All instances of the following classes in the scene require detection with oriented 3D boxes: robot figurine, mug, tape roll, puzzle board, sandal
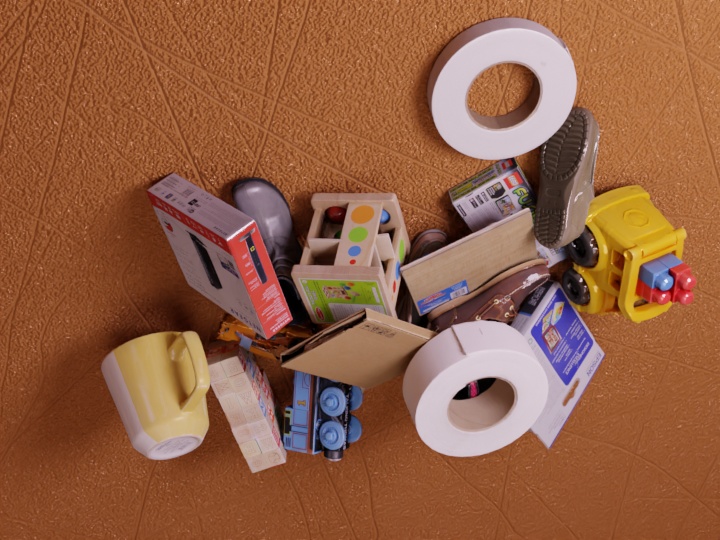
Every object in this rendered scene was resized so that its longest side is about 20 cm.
[{"bbox_3d":[-0.110,0.084,1.541,0.199,0.145,0.058,19,130,-12],"label":"robot figurine"},{"bbox_3d":[-0.292,0.183,1.500,0.149,0.154,0.187,-15,154,-11],"label":"mug"},{"bbox_3d":[0.191,-0.243,1.387,0.202,0.037,0.203,-5,128,-6],"label":"tape roll"},{"bbox_3d":[0.160,-0.012,1.495,0.199,0.017,0.151,-25,151,1],"label":"puzzle board"},{"bbox_3d":[0.150,0.177,1.558,0.075,0.045,0.200,38,134,5],"label":"sandal"},{"bbox_3d":[0.164,0.170,1.470,0.202,0.071,0.203,-8,126,-11],"label":"tape roll"}]

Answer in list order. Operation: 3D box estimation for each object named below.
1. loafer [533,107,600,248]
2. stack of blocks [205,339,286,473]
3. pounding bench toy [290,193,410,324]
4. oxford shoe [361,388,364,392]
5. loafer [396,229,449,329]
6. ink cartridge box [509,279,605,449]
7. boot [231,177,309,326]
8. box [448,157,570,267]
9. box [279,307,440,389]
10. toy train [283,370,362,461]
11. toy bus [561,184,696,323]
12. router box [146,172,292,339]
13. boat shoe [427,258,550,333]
[{"bbox_3d":[0.294,-0.130,1.453,0.067,0.076,0.201,0,107,-48],"label":"loafer"},{"bbox_3d":[-0.179,0.203,1.632,0.058,0.115,0.201,-19,111,6],"label":"stack of blocks"},{"bbox_3d":[0.000,0.000,1.470,0.124,0.156,0.200,1,144,16],"label":"pounding bench toy"},{"bbox_3d":[-0.029,0.216,1.695,0.071,0.074,0.200,18,124,-22],"label":"oxford shoe"},{"bbox_3d":[0.102,0.032,1.577,0.072,0.063,0.200,3,128,-12],"label":"loafer"},{"bbox_3d":[0.294,0.150,1.648,0.198,0.047,0.200,-54,130,-20],"label":"ink cartridge box"},{"bbox_3d":[-0.117,-0.026,1.448,0.070,0.132,0.200,-23,129,10],"label":"boot"},{"bbox_3d":[0.225,-0.069,1.534,0.110,0.035,0.200,-29,127,13],"label":"box"},{"bbox_3d":[0.009,0.115,1.456,0.163,0.021,0.200,-30,149,30],"label":"box"},{"bbox_3d":[-0.059,0.199,1.626,0.114,0.087,0.201,5,94,26],"label":"toy train"},{"bbox_3d":[0.406,0.006,1.509,0.135,0.192,0.200,-22,134,-20],"label":"toy bus"},{"bbox_3d":[-0.192,-0.021,1.403,0.049,0.200,0.180,-38,133,-24],"label":"router box"},{"bbox_3d":[0.201,0.055,1.549,0.200,0.070,0.070,-30,155,10],"label":"boat shoe"}]
